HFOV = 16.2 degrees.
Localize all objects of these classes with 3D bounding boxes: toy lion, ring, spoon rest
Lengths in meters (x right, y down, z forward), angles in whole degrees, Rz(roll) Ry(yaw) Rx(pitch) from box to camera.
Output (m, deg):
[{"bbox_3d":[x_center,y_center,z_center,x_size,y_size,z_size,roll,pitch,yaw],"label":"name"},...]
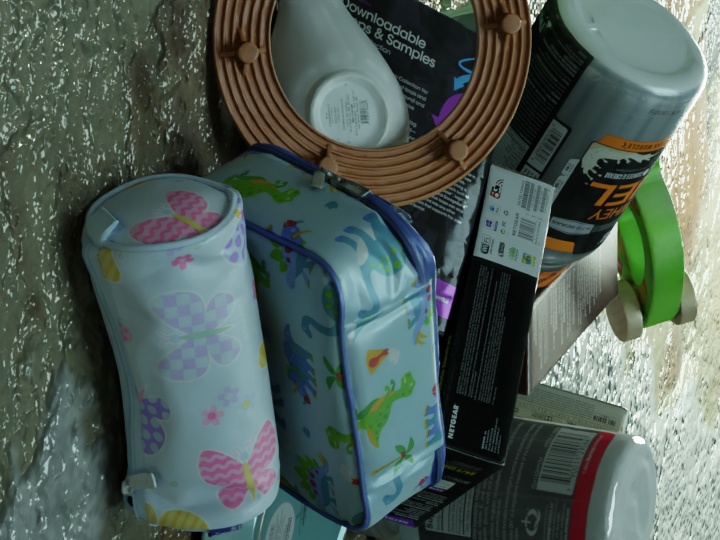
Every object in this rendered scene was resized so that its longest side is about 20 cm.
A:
[{"bbox_3d":[0.201,-0.075,1.958,0.192,0.069,0.200,89,-18,-53],"label":"toy lion"},{"bbox_3d":[0.011,-0.136,1.486,0.019,0.200,0.201,-167,-97,-71],"label":"ring"},{"bbox_3d":[-0.018,-0.138,1.522,0.061,0.099,0.200,-175,-98,-68],"label":"spoon rest"}]

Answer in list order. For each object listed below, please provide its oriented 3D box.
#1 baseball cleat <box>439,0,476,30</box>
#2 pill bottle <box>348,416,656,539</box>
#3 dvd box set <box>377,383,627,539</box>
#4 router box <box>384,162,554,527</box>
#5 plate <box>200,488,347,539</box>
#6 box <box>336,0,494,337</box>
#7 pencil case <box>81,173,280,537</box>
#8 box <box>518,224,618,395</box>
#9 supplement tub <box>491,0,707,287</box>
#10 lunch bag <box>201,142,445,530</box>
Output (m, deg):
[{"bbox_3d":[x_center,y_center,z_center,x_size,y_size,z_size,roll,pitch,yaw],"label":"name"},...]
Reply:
[{"bbox_3d":[0.055,-0.130,1.706,0.200,0.070,0.107,-17,96,-55],"label":"baseball cleat"},{"bbox_3d":[0.091,0.152,1.718,0.111,0.200,0.111,8,90,-67],"label":"pill bottle"},{"bbox_3d":[0.096,0.170,1.810,0.029,0.146,0.200,92,14,-63],"label":"dvd box set"},{"bbox_3d":[0.059,0.051,1.634,0.149,0.051,0.200,134,-29,-60],"label":"router box"},{"bbox_3d":[-0.043,0.151,1.601,0.200,0.026,0.200,-44,142,-51],"label":"plate"},{"bbox_3d":[0.013,-0.074,1.575,0.143,0.036,0.200,26,70,-26],"label":"box"},{"bbox_3d":[-0.097,0.046,1.384,0.083,0.091,0.200,-112,-166,-58],"label":"pencil case"},{"bbox_3d":[0.113,0.016,1.862,0.200,0.100,0.075,-40,134,-59],"label":"box"},{"bbox_3d":[0.141,-0.090,1.743,0.200,0.123,0.123,-60,174,36],"label":"supplement tub"},{"bbox_3d":[-0.029,0.034,1.442,0.082,0.161,0.200,-31,130,-31],"label":"lunch bag"}]
